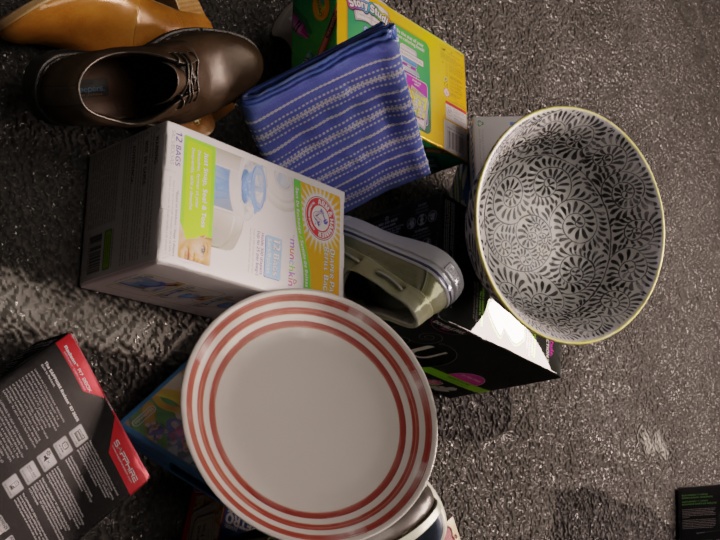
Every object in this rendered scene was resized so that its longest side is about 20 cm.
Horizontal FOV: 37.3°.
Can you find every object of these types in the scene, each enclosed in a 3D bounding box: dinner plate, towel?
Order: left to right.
[{"bbox_3d":[-0.037,0.107,0.792,0.197,0.024,0.203,10,57,-15],"label":"dinner plate"},{"bbox_3d":[-0.015,-0.115,0.929,0.024,0.143,0.201,60,-4,34],"label":"towel"}]

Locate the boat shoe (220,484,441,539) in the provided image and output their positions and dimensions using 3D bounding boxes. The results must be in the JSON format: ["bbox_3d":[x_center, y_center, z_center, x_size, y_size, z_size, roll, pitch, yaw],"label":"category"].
[{"bbox_3d":[-0.027,0.198,0.812,0.199,0.072,0.061,-21,92,-28],"label":"boat shoe"}]

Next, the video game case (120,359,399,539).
[{"bbox_3d":[-0.066,0.129,0.825,0.143,0.198,0.018,-43,154,-45],"label":"video game case"}]

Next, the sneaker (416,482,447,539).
[{"bbox_3d":[-0.015,0.174,0.888,0.199,0.075,0.085,39,17,3],"label":"sneaker"}]

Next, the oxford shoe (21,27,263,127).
[{"bbox_3d":[-0.142,-0.139,0.800,0.199,0.084,0.074,-23,114,-40],"label":"oxford shoe"}]

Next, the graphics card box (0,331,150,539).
[{"bbox_3d":[-0.243,0.144,0.699,0.200,0.050,0.127,-41,111,-48],"label":"graphics card box"}]

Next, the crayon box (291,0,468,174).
[{"bbox_3d":[0.022,-0.179,1.012,0.199,0.058,0.121,19,65,-46],"label":"crayon box"}]

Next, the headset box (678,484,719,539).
[{"bbox_3d":[0.524,0.405,1.494,0.173,0.092,0.203,30,57,-41],"label":"headset box"}]

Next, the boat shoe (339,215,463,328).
[{"bbox_3d":[0.000,0.000,0.924,0.062,0.199,0.073,-38,120,-30],"label":"boat shoe"}]

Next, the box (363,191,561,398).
[{"bbox_3d":[0.084,0.033,1.041,0.199,0.147,0.126,26,58,-41],"label":"box"}]

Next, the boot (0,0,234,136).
[{"bbox_3d":[-0.182,-0.159,0.848,0.201,0.070,0.146,-33,108,-48],"label":"boot"}]

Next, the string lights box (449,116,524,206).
[{"bbox_3d":[0.133,-0.072,1.108,0.200,0.058,0.104,96,-7,-73],"label":"string lights box"}]

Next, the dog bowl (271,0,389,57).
[{"bbox_3d":[-0.004,-0.188,1.076,0.199,0.058,0.203,19,65,-46],"label":"dog bowl"}]

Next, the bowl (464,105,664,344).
[{"bbox_3d":[0.162,-0.036,0.946,0.198,0.094,0.204,2,86,-25],"label":"bowl"}]

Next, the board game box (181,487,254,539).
[{"bbox_3d":[-0.084,0.275,0.850,0.151,0.046,0.202,36,53,-38],"label":"board game box"}]

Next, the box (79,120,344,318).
[{"bbox_3d":[-0.113,-0.028,0.864,0.199,0.101,0.114,19,66,-45],"label":"box"}]

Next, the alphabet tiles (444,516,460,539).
[{"bbox_3d":[0.052,0.328,1.027,0.199,0.006,0.169,-25,98,-50],"label":"alphabet tiles"}]
